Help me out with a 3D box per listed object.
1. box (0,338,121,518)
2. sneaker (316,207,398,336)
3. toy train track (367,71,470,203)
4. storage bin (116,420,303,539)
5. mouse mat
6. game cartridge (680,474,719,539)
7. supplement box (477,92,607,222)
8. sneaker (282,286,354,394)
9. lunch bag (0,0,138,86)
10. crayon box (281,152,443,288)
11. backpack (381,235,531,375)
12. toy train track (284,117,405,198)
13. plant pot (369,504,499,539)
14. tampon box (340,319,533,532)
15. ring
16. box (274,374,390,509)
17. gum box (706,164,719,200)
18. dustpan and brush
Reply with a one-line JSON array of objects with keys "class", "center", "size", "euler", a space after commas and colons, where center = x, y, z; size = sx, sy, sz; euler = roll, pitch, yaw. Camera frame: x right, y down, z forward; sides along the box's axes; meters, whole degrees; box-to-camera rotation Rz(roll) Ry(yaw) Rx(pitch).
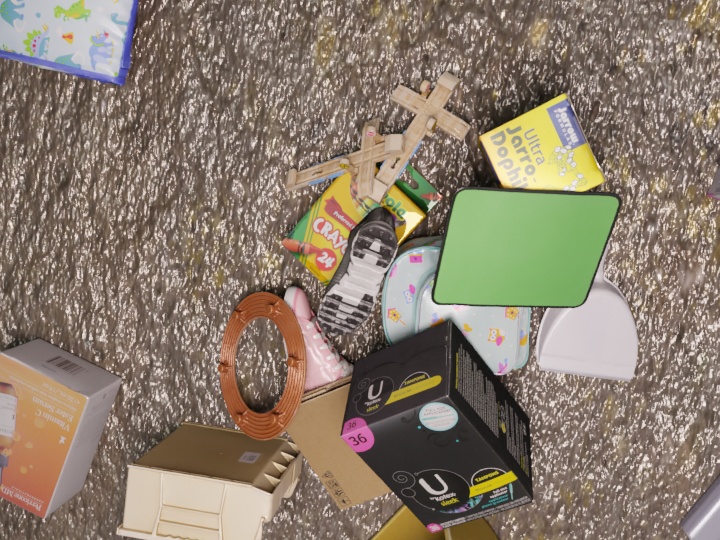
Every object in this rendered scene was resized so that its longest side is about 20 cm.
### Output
[{"class": "box", "center": [-0.471, 0.229, 1.135], "size": [0.151, 0.106, 0.202], "euler": [23, 99, 5]}, {"class": "sneaker", "center": [0.000, 0.000, 1.006], "size": [0.066, 0.091, 0.201], "euler": [22, 126, -6]}, {"class": "toy train track", "center": [0.068, -0.179, 1.004], "size": [0.114, 0.033, 0.201], "euler": [32, 81, 12]}, {"class": "storage bin", "center": [-0.195, 0.293, 1.053], "size": [0.196, 0.200, 0.095], "euler": [8, 96, 8]}, {"class": "mouse mat", "center": [0.186, -0.022, 0.873], "size": [0.197, 0.008, 0.163], "euler": [2, 125, -9]}, {"class": "game cartridge", "center": [0.543, 0.371, 1.033], "size": [0.199, 0.041, 0.134], "euler": [36, 104, 3]}, {"class": "supplement box", "center": [0.213, -0.134, 0.939], "size": [0.108, 0.200, 0.110], "euler": [-26, 92, 10]}, {"class": "sneaker", "center": [-0.051, 0.119, 1.075], "size": [0.103, 0.075, 0.203], "euler": [-4, 99, 7]}, {"class": "lunch bag", "center": [-0.392, -0.354, 1.044], "size": [0.197, 0.127, 0.172], "euler": [14, 99, 17]}, {"class": "crayon box", "center": [0.002, -0.069, 1.055], "size": [0.127, 0.051, 0.200], "euler": [42, 100, 2]}, {"class": "backpack", "center": [0.123, 0.043, 0.998], "size": [0.197, 0.153, 0.178], "euler": [4, 108, 11]}, {"class": "toy train track", "center": [-0.030, -0.145, 1.016], "size": [0.198, 0.032, 0.116], "euler": [-14, 60, 36]}, {"class": "plant pot", "center": [0.120, 0.439, 1.034], "size": [0.200, 0.194, 0.196], "euler": [40, 101, -7]}, {"class": "tampon box", "center": [0.097, 0.191, 0.928], "size": [0.149, 0.127, 0.200], "euler": [-27, 119, 26]}, {"class": "ring", "center": [-0.142, 0.131, 1.056], "size": [0.199, 0.019, 0.204], "euler": [-7, 80, 46]}, {"class": "box", "center": [-0.002, 0.236, 1.065], "size": [0.162, 0.021, 0.201], "euler": [-23, 116, 13]}, {"class": "gum box", "center": [0.499, -0.096, 0.899], "size": [0.112, 0.200, 0.067], "euler": [23, 100, 7]}, {"class": "dustpan and brush", "center": [0.314, 0.037, 1.025], "size": [0.137, 0.057, 0.203], "euler": [8, 104, -3]}]
